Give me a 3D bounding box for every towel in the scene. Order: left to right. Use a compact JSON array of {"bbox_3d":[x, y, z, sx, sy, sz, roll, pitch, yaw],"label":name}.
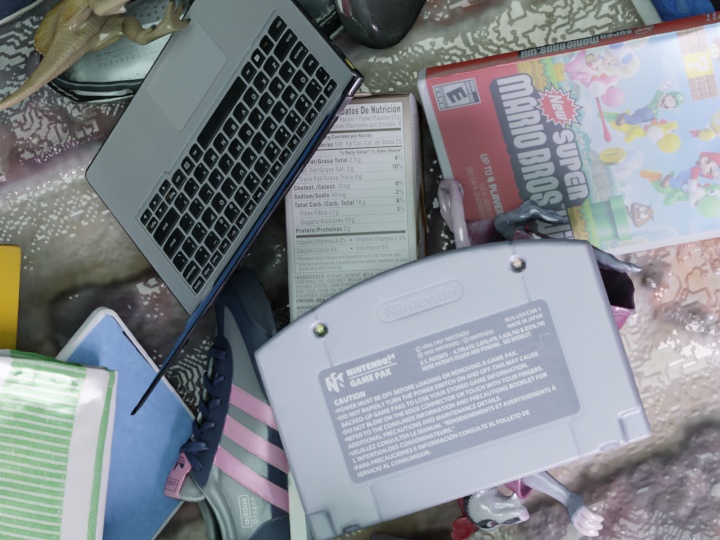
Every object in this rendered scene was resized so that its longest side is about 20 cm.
[{"bbox_3d":[-0.227,0.114,1.507,0.199,0.023,0.154,9,82,-37],"label":"towel"}]

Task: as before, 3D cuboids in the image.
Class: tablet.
[{"bbox_3d":[-0.173,0.134,1.577,0.200,0.014,0.130,-51,122,-27],"label":"tablet"}]

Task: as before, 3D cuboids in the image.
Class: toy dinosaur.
[{"bbox_3d":[-0.156,-0.145,1.569,0.101,0.201,0.058,-15,127,34],"label":"toy dinosaur"}]

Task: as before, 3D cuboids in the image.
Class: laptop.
[{"bbox_3d":[-0.096,-0.057,1.510,0.200,0.116,0.188,51,120,27],"label":"laptop"}]

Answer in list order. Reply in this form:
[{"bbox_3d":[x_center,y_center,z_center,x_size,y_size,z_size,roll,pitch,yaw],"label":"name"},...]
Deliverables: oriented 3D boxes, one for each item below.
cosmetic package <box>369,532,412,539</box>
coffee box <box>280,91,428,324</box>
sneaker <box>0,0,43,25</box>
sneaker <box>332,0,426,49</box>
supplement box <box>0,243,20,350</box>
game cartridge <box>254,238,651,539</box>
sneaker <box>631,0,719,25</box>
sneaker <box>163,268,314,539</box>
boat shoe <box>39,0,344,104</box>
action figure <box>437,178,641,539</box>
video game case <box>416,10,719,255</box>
[{"bbox_3d":[0.037,0.266,1.545,0.122,0.199,0.201,12,89,2],"label":"cosmetic package"},{"bbox_3d":[0.000,0.000,1.594,0.079,0.114,0.201,-3,88,3],"label":"coffee box"},{"bbox_3d":[-0.267,-0.174,1.620,0.199,0.085,0.075,-19,89,2],"label":"sneaker"},{"bbox_3d":[0.052,-0.226,1.588,0.115,0.075,0.201,12,90,45],"label":"sneaker"},{"bbox_3d":[-0.317,0.077,1.545,0.199,0.132,0.199,4,89,-41],"label":"supplement box"},{"bbox_3d":[0.048,0.059,1.507,0.199,0.041,0.134,-18,92,9],"label":"game cartridge"},{"bbox_3d":[0.187,-0.201,1.582,0.077,0.111,0.200,-35,91,-39],"label":"sneaker"},{"bbox_3d":[-0.079,0.101,1.610,0.082,0.070,0.201,-8,88,-14],"label":"sneaker"},{"bbox_3d":[-0.095,-0.144,1.625,0.199,0.060,0.076,-21,89,2],"label":"boat shoe"},{"bbox_3d":[0.084,0.068,1.571,0.148,0.134,0.201,21,103,-8],"label":"action figure"},{"bbox_3d":[0.145,-0.072,1.584,0.199,0.017,0.144,-10,122,12],"label":"video game case"}]
